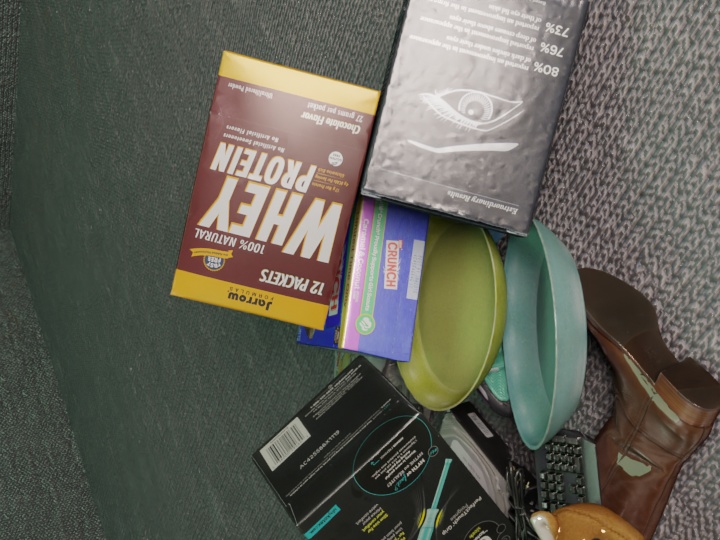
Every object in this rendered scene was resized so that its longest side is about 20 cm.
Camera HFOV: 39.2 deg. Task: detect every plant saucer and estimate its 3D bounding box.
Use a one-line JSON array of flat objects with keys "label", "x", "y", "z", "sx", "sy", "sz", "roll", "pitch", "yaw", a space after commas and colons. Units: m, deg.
[{"label": "plant saucer", "x": 0.159, "y": 0.052, "z": 0.873, "sx": 0.200, "sy": 0.035, "sz": 0.203, "roll": 178, "pitch": 90, "yaw": -86}, {"label": "plant saucer", "x": 0.087, "y": 0.034, "z": 0.975, "sx": 0.200, "sy": 0.031, "sz": 0.203, "roll": -19, "pitch": 69, "yaw": 62}]

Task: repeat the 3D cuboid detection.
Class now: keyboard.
[{"label": "keyboard", "x": 0.171, "y": 0.240, "z": 0.904, "sx": 0.127, "sy": 0.020, "sz": 0.203, "roll": -5, "pitch": 89, "yaw": 60}]

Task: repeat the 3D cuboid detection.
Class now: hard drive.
[{"label": "hard drive", "x": 0.122, "y": 0.265, "z": 1.115, "sx": 0.140, "sy": 0.037, "sz": 0.202, "roll": 50, "pitch": 140, "yaw": 44}]

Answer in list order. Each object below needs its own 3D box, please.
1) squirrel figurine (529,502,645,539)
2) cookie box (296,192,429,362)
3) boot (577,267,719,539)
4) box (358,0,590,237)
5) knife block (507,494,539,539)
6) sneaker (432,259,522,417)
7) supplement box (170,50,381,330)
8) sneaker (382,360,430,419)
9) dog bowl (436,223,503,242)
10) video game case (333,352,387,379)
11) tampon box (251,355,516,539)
[{"label": "squirrel figurine", "x": 0.155, "y": 0.281, "z": 0.810, "sx": 0.199, "sy": 0.141, "sz": 0.189, "roll": -9, "pitch": 81, "yaw": 46}, {"label": "cookie box", "x": 0.000, "y": 0.000, "z": 1.039, "sx": 0.200, "sy": 0.074, "sz": 0.173, "roll": 171, "pitch": 108, "yaw": -74}, {"label": "boot", "x": 0.215, "y": 0.125, "z": 0.884, "sx": 0.187, "sy": 0.064, "sz": 0.201, "roll": 57, "pitch": 149, "yaw": 40}, {"label": "box", "x": 0.089, "y": -0.144, "z": 0.852, "sx": 0.104, "sy": 0.146, "sz": 0.202, "roll": -103, "pitch": 28, "yaw": -83}, {"label": "knife block", "x": 0.212, "y": 0.266, "z": 0.920, "sx": 0.200, "sy": 0.063, "sz": 0.177, "roll": -52, "pitch": 54, "yaw": 54}, {"label": "sneaker", "x": 0.123, "y": 0.073, "z": 1.034, "sx": 0.088, "sy": 0.074, "sz": 0.201, "roll": 101, "pitch": 158, "yaw": -51}, {"label": "supplement box", "x": -0.074, "y": -0.074, "z": 0.907, "sx": 0.197, "sy": 0.131, "sz": 0.202, "roll": -113, "pitch": 37, "yaw": -82}, {"label": "sneaker", "x": 0.041, "y": 0.099, "z": 1.174, "sx": 0.100, "sy": 0.077, "sz": 0.202, "roll": 54, "pitch": 141, "yaw": 45}, {"label": "dog bowl", "x": 0.080, "y": -0.092, "z": 1.067, "sx": 0.200, "sy": 0.049, "sz": 0.113, "roll": 34, "pitch": 127, "yaw": 53}, {"label": "video game case", "x": -0.001, "y": 0.084, "z": 1.206, "sx": 0.201, "sy": 0.023, "sz": 0.183, "roll": -88, "pitch": 14, "yaw": -46}, {"label": "tampon box", "x": 0.025, "y": 0.214, "z": 0.961, "sx": 0.200, "sy": 0.150, "sz": 0.126, "roll": 52, "pitch": 173, "yaw": -31}]
